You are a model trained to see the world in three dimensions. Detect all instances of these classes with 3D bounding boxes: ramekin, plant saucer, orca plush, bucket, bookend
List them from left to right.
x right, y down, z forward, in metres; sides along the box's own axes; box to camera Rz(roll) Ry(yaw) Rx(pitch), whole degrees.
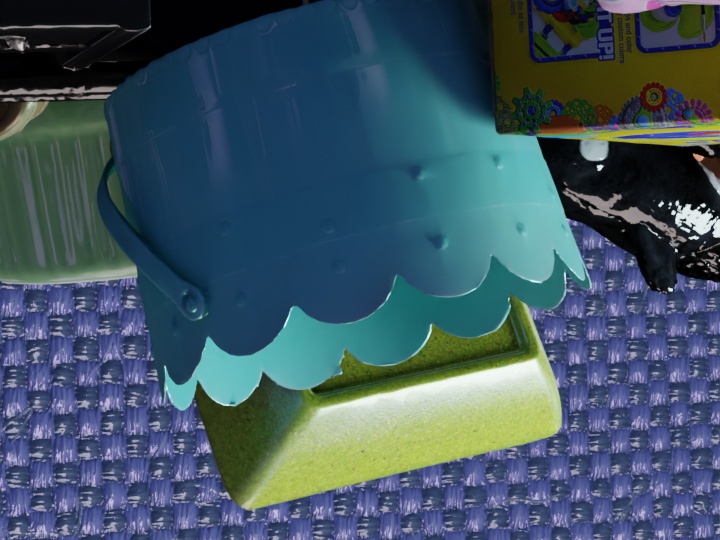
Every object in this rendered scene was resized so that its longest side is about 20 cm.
[{"bbox_3d":[-0.104,-0.125,1.085,0.200,0.092,0.199,-3,180,-15],"label":"bookend"},{"bbox_3d":[-0.119,-0.053,1.369,0.200,0.098,0.200,-7,-174,1],"label":"ramekin"},{"bbox_3d":[-0.011,-0.030,1.105,0.207,0.135,0.207,-15,171,-2],"label":"bucket"},{"bbox_3d":[0.000,0.000,1.256,0.200,0.200,0.048,-11,164,-32],"label":"plant saucer"},{"bbox_3d":[0.151,-0.012,1.311,0.105,0.071,0.200,-11,144,31],"label":"orca plush"}]

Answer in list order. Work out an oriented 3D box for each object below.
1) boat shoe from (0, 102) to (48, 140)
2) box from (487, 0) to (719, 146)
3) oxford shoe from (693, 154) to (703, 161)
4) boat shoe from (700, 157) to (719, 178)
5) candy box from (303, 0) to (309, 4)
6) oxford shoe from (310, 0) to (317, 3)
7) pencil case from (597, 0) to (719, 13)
[{"bbox_3d":[-0.207,-0.097,1.268,0.063,0.073,0.201,-16,-172,-38],"label":"boat shoe"},{"bbox_3d":[0.183,-0.120,1.077,0.193,0.122,0.200,-3,180,31],"label":"box"},{"bbox_3d":[0.178,-0.116,1.309,0.073,0.200,0.071,31,-154,-28],"label":"oxford shoe"},{"bbox_3d":[0.252,-0.097,1.350,0.068,0.075,0.200,4,131,-53],"label":"boat shoe"},{"bbox_3d":[0.060,-0.148,1.418,0.200,0.055,0.115,-2,-179,21],"label":"candy box"},{"bbox_3d":[0.063,-0.136,1.296,0.200,0.073,0.071,9,179,25],"label":"oxford shoe"},{"bbox_3d":[0.170,-0.140,0.903,0.200,0.088,0.087,-3,179,38],"label":"pencil case"}]
